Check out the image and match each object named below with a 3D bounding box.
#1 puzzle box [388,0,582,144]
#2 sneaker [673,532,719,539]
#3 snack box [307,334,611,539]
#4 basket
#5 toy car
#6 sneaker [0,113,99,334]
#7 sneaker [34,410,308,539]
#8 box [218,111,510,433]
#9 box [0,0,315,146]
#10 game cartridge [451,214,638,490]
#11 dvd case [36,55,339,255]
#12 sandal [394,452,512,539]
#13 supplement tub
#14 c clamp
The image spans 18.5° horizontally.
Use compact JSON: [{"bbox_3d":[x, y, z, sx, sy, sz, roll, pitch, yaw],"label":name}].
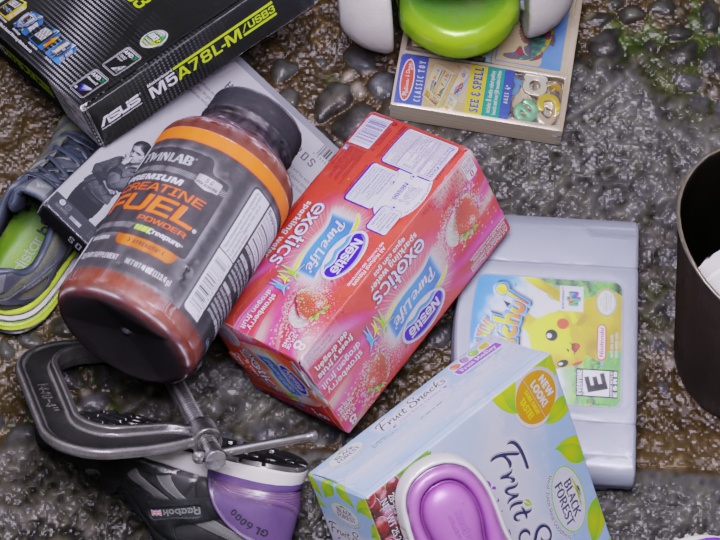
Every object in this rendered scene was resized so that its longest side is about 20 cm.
[{"bbox_3d":[0.101,-0.199,1.685,0.133,0.025,0.201,8,68,3],"label":"puzzle box"},{"bbox_3d":[0.197,0.249,1.445,0.200,0.070,0.099,-31,29,-28],"label":"sneaker"},{"bbox_3d":[0.074,0.171,1.433,0.168,0.201,0.068,-35,31,-28],"label":"snack box"},{"bbox_3d":[0.282,0.021,1.506,0.180,0.200,0.136,33,71,11],"label":"basket"},{"bbox_3d":[0.065,-0.259,1.614,0.174,0.150,0.201,-5,68,-3],"label":"toy car"},{"bbox_3d":[-0.216,-0.053,1.590,0.074,0.081,0.200,21,69,7],"label":"sneaker"},{"bbox_3d":[-0.139,0.153,1.515,0.199,0.076,0.088,13,97,19],"label":"sneaker"},{"bbox_3d":[0.000,0.000,1.549,0.100,0.096,0.200,23,66,39],"label":"box"},{"bbox_3d":[-0.164,-0.197,1.624,0.193,0.048,0.200,-37,45,-12],"label":"box"},{"bbox_3d":[0.131,0.055,1.580,0.133,0.040,0.201,2,68,4],"label":"game cartridge"},{"bbox_3d":[-0.111,-0.056,1.581,0.150,0.025,0.200,44,59,-2],"label":"dvd case"},{"bbox_3d":[0.082,0.206,1.341,0.082,0.050,0.203,-34,102,-5],"label":"sandal"},{"bbox_3d":[-0.114,-0.030,1.495,0.107,0.107,0.200,24,60,8],"label":"supplement tub"},{"bbox_3d":[-0.145,0.090,1.512,0.170,0.027,0.200,-8,26,-22],"label":"c clamp"}]
